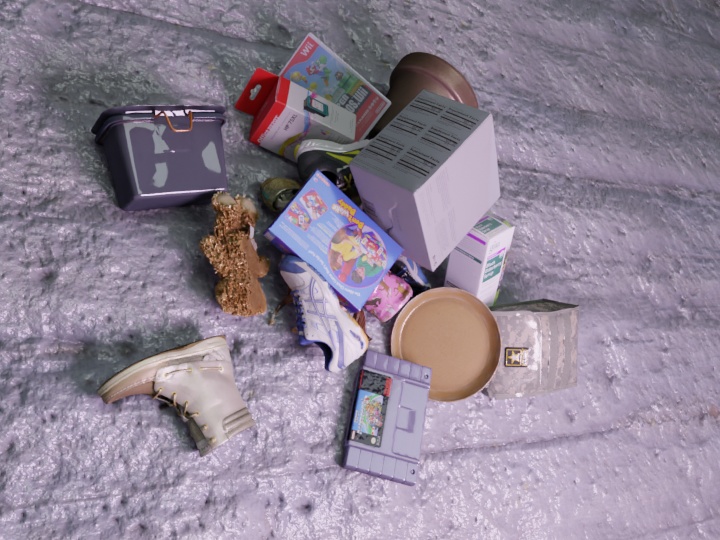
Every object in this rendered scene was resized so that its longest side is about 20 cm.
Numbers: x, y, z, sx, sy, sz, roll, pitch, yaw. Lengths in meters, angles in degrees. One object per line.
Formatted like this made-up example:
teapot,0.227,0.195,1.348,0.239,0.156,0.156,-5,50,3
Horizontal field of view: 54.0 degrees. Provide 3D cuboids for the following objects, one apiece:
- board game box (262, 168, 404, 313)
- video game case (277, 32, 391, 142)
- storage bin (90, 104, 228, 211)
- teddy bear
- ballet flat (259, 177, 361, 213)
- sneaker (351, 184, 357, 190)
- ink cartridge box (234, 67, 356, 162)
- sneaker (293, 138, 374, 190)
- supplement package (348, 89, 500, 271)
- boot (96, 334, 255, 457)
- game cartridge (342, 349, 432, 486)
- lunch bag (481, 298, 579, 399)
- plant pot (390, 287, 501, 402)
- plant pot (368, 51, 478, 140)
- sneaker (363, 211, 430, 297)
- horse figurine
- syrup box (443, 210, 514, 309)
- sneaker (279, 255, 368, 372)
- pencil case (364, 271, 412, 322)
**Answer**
board game box,-0.043,-0.047,1.167,0.200,0.045,0.135,42,70,-11
video game case,-0.060,-0.323,1.326,0.199,0.143,0.017,37,14,-12
storage bin,-0.297,-0.175,1.103,0.198,0.145,0.137,-11,85,-36
teddy bear,-0.199,-0.026,1.118,0.145,0.066,0.203,-33,114,-66
ballet flat,-0.081,-0.119,1.249,0.197,0.071,0.072,7,65,-26
sneaker,0.054,-0.141,1.313,0.198,0.073,0.073,26,70,4
ink cartridge box,-0.119,-0.262,1.258,0.198,0.116,0.068,22,51,-23
sneaker,-0.018,-0.176,1.238,0.196,0.075,0.086,-1,61,-5
supplement package,0.113,-0.152,1.182,0.146,0.192,0.200,30,65,33
boot,-0.255,0.192,1.001,0.198,0.072,0.157,-18,82,-37
game cartridge,0.046,0.242,1.176,0.128,0.038,0.203,19,61,-13
lunch bag,0.310,0.146,1.328,0.197,0.117,0.167,-6,99,-31
plant pot,0.152,0.132,1.262,0.196,0.027,0.204,0,85,-1
plant pot,0.107,-0.297,1.400,0.200,0.200,0.175,42,72,-9
sneaker,0.062,-0.033,1.301,0.200,0.076,0.077,45,57,-9
horse figurine,-0.067,0.057,1.196,0.198,0.050,0.134,25,64,-19
syrup box,0.213,-0.003,1.306,0.078,0.202,0.081,-27,47,-38
sneaker,-0.074,0.071,1.123,0.088,0.075,0.201,-39,92,-19
pencil case,0.000,0.000,1.245,0.200,0.086,0.083,44,19,-9
